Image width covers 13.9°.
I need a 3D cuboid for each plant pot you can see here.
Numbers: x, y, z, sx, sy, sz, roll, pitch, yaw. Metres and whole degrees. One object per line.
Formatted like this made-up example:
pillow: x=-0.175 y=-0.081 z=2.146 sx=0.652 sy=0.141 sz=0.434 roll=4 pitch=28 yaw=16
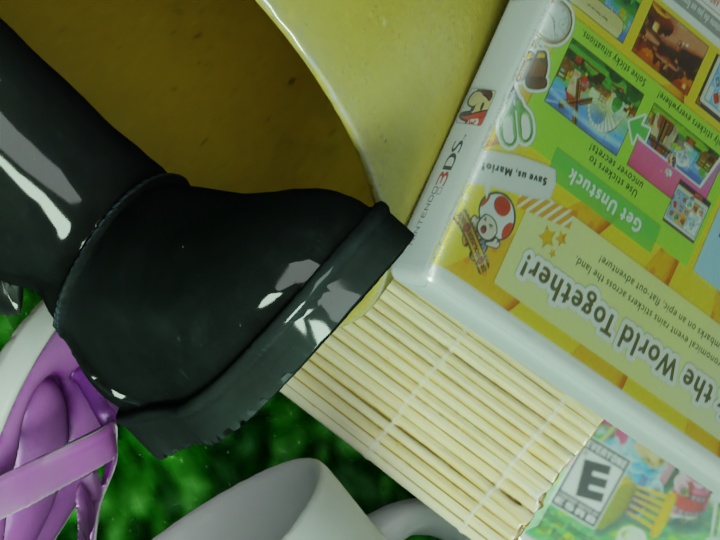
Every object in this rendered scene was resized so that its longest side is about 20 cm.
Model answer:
plant pot: x=-0.027 y=-0.103 z=0.909 sx=0.200 sy=0.200 sz=0.142 roll=44 pitch=64 yaw=-3

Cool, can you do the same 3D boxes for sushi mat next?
sushi mat: x=0.000 y=0.000 z=0.964 sx=0.200 sy=0.012 sz=0.096 roll=37 pitch=92 yaw=24

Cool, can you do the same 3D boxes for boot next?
boot: x=-0.082 y=-0.026 z=0.859 sx=0.162 sy=0.198 sz=0.073 roll=46 pitch=69 yaw=-5

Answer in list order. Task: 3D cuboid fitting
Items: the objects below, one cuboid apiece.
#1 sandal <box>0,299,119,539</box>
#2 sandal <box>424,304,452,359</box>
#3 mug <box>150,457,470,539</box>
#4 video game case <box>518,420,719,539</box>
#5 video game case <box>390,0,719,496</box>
sandal: x=-0.109 y=0.090 z=0.943 sx=0.050 sy=0.083 sz=0.203 roll=18 pitch=60 yaw=19
sandal: x=0.064 y=-0.029 z=1.000 sx=0.080 sy=0.054 sz=0.200 roll=12 pitch=83 yaw=-16
mug: x=-0.002 y=0.158 z=0.954 sx=0.175 sy=0.148 sz=0.200 roll=53 pitch=54 yaw=-10
video game case: x=0.170 y=0.057 z=0.999 sx=0.200 sy=0.022 sz=0.182 roll=31 pitch=85 yaw=-18
video game case: x=0.114 y=-0.036 z=0.910 sx=0.200 sy=0.023 sz=0.182 roll=34 pitch=75 yaw=-38
